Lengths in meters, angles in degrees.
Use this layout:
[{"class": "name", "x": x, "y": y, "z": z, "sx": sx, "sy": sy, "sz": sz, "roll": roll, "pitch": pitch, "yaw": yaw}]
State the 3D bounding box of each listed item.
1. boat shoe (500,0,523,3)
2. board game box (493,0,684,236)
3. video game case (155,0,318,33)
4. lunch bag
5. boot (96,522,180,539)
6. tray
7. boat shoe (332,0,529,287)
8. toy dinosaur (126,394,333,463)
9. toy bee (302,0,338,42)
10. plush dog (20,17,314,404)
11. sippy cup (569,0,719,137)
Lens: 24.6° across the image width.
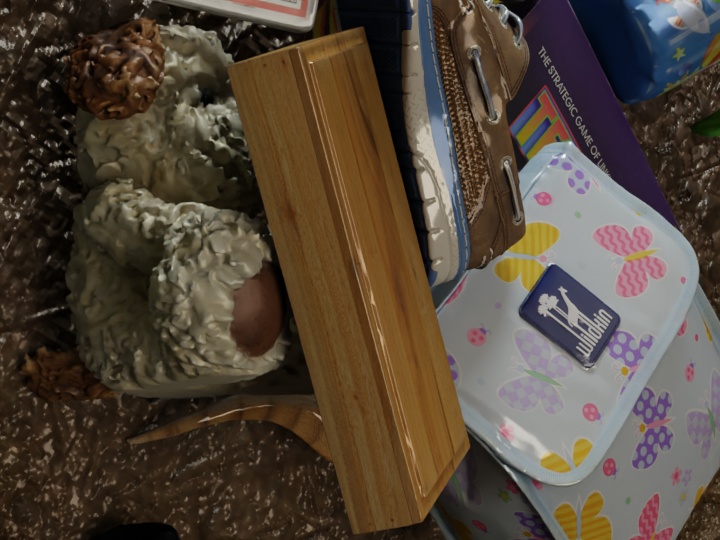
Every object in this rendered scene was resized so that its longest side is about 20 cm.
[{"class": "boat shoe", "x": 0.070, "y": -0.246, "z": 0.900, "sx": 0.073, "sy": 0.060, "sz": 0.202, "roll": -15, "pitch": 87, "yaw": -15}, {"class": "board game box", "x": 0.091, "y": -0.037, "z": 0.953, "sx": 0.166, "sy": 0.056, "sz": 0.201, "roll": -48, "pitch": 124, "yaw": -23}, {"class": "video game case", "x": -0.104, "y": -0.197, "z": 0.737, "sx": 0.198, "sy": 0.017, "sz": 0.145, "roll": 11, "pitch": 90, "yaw": -16}, {"class": "lunch bag", "x": 0.104, "y": 0.061, "z": 0.861, "sx": 0.170, "sy": 0.126, "sz": 0.201, "roll": -50, "pitch": 124, "yaw": -28}, {"class": "boot", "x": -0.067, "y": 0.192, "z": 0.837, "sx": 0.199, "sy": 0.076, "sz": 0.169, "roll": -36, "pitch": 122, "yaw": -24}, {"class": "tray", "x": 0.000, "y": 0.000, "z": 0.717, "sx": 0.099, "sy": 0.037, "sz": 0.202, "roll": -39, "pitch": 115, "yaw": -70}, {"class": "boat shoe", "x": 0.037, "y": -0.097, "z": 0.772, "sx": 0.072, "sy": 0.072, "sz": 0.202, "roll": -17, "pitch": 112, "yaw": -25}, {"class": "toy dinosaur", "x": -0.014, "y": 0.076, "z": 0.878, "sx": 0.199, "sy": 0.060, "sz": 0.107, "roll": 28, "pitch": 80, "yaw": -39}, {"class": "toy bee", "x": 0.027, "y": -0.175, "z": 0.821, "sx": 0.130, "sy": 0.108, "sz": 0.203, "roll": -12, "pitch": 103, "yaw": -57}, {"class": "plush dog", "x": -0.085, "y": -0.029, "z": 0.775, "sx": 0.200, "sy": 0.159, "sz": 0.174, "roll": 18, "pitch": 69, "yaw": -68}, {"class": "sippy cup", "x": 0.183, "y": -0.171, "z": 0.972, "sx": 0.130, "sy": 0.140, "sz": 0.178, "roll": -37, "pitch": 80, "yaw": -18}]
